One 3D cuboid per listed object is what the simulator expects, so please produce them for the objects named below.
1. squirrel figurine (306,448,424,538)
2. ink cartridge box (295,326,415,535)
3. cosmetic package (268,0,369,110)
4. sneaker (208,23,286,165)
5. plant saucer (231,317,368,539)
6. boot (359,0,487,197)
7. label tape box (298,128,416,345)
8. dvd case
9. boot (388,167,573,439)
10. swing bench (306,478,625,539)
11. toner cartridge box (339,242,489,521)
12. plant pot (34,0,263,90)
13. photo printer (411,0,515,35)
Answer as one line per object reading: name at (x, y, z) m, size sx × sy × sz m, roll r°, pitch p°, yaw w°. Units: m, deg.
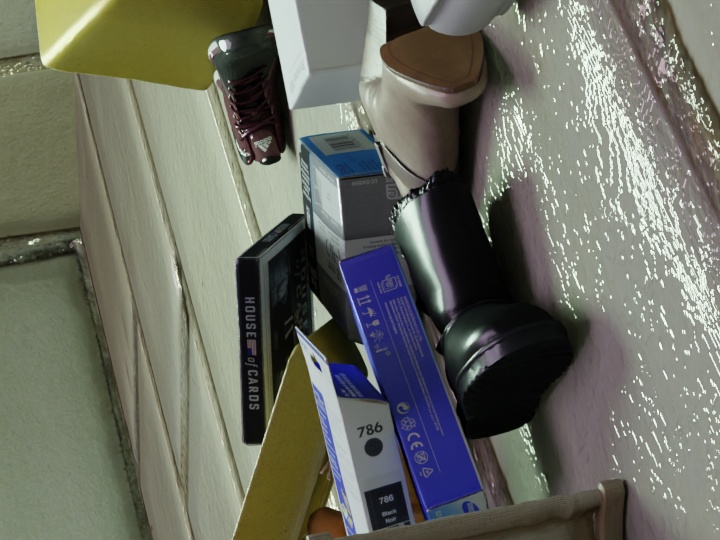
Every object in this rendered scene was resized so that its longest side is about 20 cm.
squirrel figurine at (0.043, 0.212, 1.595) m, size 0.200 × 0.140 × 0.188 m, roll 38°, pitch 126°, yaw 52°
ink cartridge box at (0.004, 0.137, 1.432) m, size 0.099 × 0.039 × 0.202 m, roll -137°, pitch 32°, yaw -71°
cosmetic package at (-0.036, -0.243, 1.699) m, size 0.101 × 0.071 × 0.202 m, roll 130°, pitch 130°, yaw -73°
sneaker at (-0.098, -0.165, 2.046) m, size 0.200 × 0.075 × 0.117 m, roll 99°, pitch 155°, yaw -82°
plant saucer at (-0.045, 0.150, 1.698) m, size 0.200 × 0.048 × 0.202 m, roll -35°, pitch -37°, yaw -79°
boot at (0.048, -0.105, 1.461) m, size 0.200 × 0.070 × 0.147 m, roll -118°, pitch 17°, yaw -59°
label tape box at (0.000, 0.000, 1.719) m, size 0.144 × 0.063 × 0.202 m, roll -132°, pitch 36°, yaw -68°
dvd case at (-0.068, 0.044, 1.724) m, size 0.200 × 0.024 × 0.152 m, roll -47°, pitch -44°, yaw -74°
boot at (0.074, 0.011, 1.380) m, size 0.198 × 0.073 × 0.164 m, roll 99°, pitch 155°, yaw -70°
swing bench at (0.089, 0.229, 1.185) m, size 0.200 × 0.197 × 0.131 m, roll -125°, pitch 29°, yaw -64°
toner cartridge box at (0.039, 0.090, 1.437) m, size 0.095 × 0.043 × 0.201 m, roll 72°, pitch 178°, yaw -60°
plant pot at (-0.195, -0.317, 2.065) m, size 0.200 × 0.194 × 0.196 m, roll -34°, pitch 59°, yaw 49°
photo printer at (0.067, -0.250, 1.252) m, size 0.200 × 0.069 × 0.168 m, roll 132°, pitch 129°, yaw -74°
